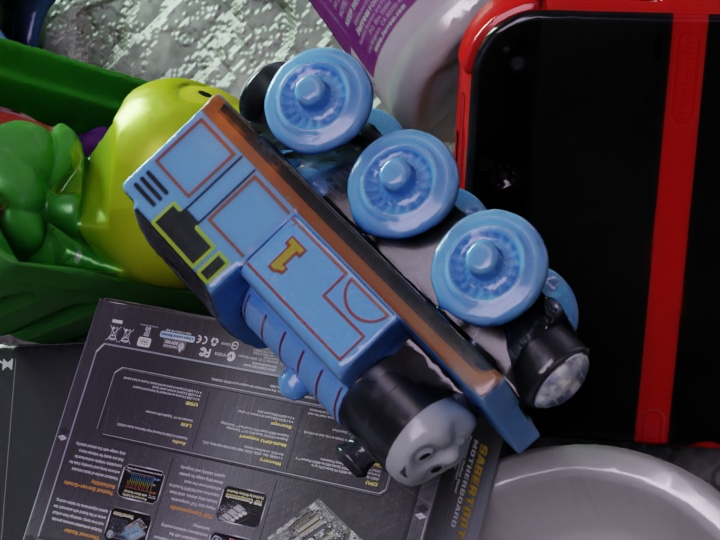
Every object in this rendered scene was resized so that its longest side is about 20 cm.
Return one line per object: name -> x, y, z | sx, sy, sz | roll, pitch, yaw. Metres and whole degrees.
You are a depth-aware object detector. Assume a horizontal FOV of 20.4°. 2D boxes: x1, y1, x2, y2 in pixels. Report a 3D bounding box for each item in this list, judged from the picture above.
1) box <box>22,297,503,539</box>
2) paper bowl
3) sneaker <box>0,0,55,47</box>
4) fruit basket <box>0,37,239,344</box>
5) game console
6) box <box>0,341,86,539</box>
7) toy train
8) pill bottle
box -> -0.047, 0.105, 0.864 | 0.199, 0.048, 0.160 | 8, 75, 31
paper bowl -> 0.101, 0.181, 0.856 | 0.199, 0.104, 0.203 | -5, 75, 20
sneaker -> -0.211, -0.088, 1.068 | 0.087, 0.075, 0.202 | 4, 78, 22
fruit basket -> -0.113, -0.047, 0.947 | 0.214, 0.215, 0.156 | -29, 67, 12
game console -> 0.125, -0.018, 0.853 | 0.175, 0.031, 0.202 | 2, 111, 1
box -> -0.109, 0.138, 0.966 | 0.140, 0.079, 0.202 | -2, 75, 17
toy train -> 0.000, 0.000, 0.801 | 0.114, 0.087, 0.200 | -44, 63, -1
pill bottle -> 0.014, -0.165, 0.925 | 0.112, 0.112, 0.201 | -38, 65, 8
